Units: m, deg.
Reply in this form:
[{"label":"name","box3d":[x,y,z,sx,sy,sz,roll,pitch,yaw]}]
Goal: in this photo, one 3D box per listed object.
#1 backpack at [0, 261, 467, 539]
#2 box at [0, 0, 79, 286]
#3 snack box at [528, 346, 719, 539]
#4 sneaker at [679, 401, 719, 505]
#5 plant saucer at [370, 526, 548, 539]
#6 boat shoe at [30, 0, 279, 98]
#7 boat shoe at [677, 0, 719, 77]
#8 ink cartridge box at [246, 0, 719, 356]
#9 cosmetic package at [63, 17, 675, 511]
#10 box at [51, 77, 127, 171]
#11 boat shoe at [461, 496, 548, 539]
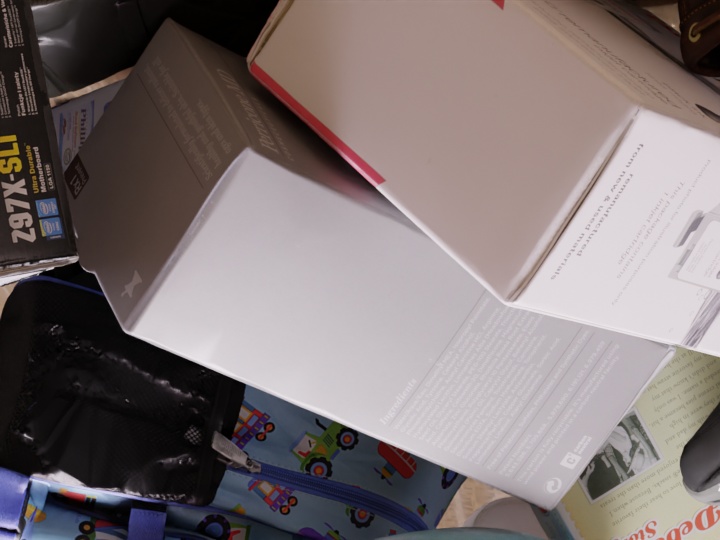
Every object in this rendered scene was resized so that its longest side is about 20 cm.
[{"label":"backpack","box3d":[-0.060,0.089,1.158,0.200,0.135,0.183,16,160,-8]},{"label":"box","box3d":[-0.170,-0.084,0.999,0.049,0.200,0.160,-9,177,-33]},{"label":"snack box","box3d":[0.154,0.044,1.171,0.200,0.116,0.037,-30,-176,-13]},{"label":"sneaker","box3d":[0.191,0.009,1.115,0.079,0.200,0.075,51,-164,23]},{"label":"plant saucer","box3d":[0.001,0.145,1.117,0.200,0.027,0.200,-15,154,-7]},{"label":"boat shoe","box3d":[-0.064,-0.120,1.045,0.200,0.074,0.076,-10,148,-4]},{"label":"boat shoe","box3d":[0.187,-0.106,0.954,0.070,0.070,0.200,23,157,-36]},{"label":"ink cartridge box","box3d":[0.079,-0.046,1.028,0.147,0.083,0.200,42,-164,32]},{"label":"cosmetic package","box3d":[0.000,0.000,1.042,0.200,0.090,0.107,27,-163,-35]},{"label":"box","box3d":[-0.014,-0.024,1.230,0.184,0.105,0.200,7,168,-34]},{"label":"boat shoe","box3d":[0.116,0.173,1.324,0.200,0.075,0.093,31,151,-12]}]
